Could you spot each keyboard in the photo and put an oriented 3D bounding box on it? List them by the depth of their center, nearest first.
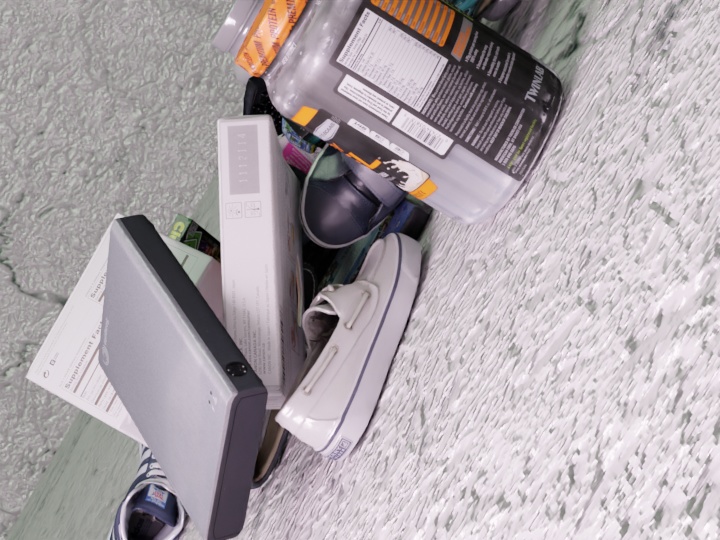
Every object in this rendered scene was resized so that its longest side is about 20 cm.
[{"bbox_3d":[-0.036,-0.184,1.441,0.200,0.039,0.105,-38,-37,-43],"label":"keyboard"}]

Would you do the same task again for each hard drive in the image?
[{"bbox_3d":[-0.131,0.074,1.084,0.200,0.033,0.141,50,140,41],"label":"hard drive"}]

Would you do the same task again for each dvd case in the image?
[{"bbox_3d":[0.000,0.000,1.281,0.144,0.017,0.200,-61,12,4],"label":"dvd case"}]

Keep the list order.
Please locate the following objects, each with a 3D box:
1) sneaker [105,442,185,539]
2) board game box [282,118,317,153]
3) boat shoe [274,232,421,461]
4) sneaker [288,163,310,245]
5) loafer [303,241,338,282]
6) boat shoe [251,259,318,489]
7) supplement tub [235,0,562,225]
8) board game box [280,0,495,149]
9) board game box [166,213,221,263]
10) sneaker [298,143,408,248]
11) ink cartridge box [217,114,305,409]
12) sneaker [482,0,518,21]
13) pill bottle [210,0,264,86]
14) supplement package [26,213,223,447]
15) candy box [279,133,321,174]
[{"bbox_3d":[-0.195,0.201,1.518,0.109,0.069,0.202,135,155,-69],"label":"sneaker"},{"bbox_3d":[-0.016,-0.237,1.305,0.200,0.061,0.201,106,-172,-62],"label":"board game box"},{"bbox_3d":[-0.011,0.042,1.093,0.072,0.065,0.201,-47,18,52],"label":"boat shoe"},{"bbox_3d":[-0.079,-0.039,1.347,0.083,0.070,0.200,-62,9,15],"label":"sneaker"},{"bbox_3d":[-0.076,0.020,1.443,0.202,0.068,0.070,-64,18,-1],"label":"loafer"},{"bbox_3d":[-0.070,0.083,1.249,0.060,0.075,0.202,8,75,43],"label":"boat shoe"},{"bbox_3d":[0.024,-0.128,1.015,0.123,0.199,0.123,-56,11,16],"label":"supplement tub"},{"bbox_3d":[0.030,-0.174,1.217,0.200,0.028,0.135,-41,-6,6],"label":"board game box"},{"bbox_3d":[-0.140,0.033,1.430,0.106,0.023,0.200,-62,-31,-8],"label":"board game box"},{"bbox_3d":[0.027,-0.102,1.202,0.200,0.078,0.079,-50,8,-3],"label":"sneaker"},{"bbox_3d":[-0.073,0.005,1.157,0.176,0.044,0.203,73,-166,-77],"label":"ink cartridge box"},{"bbox_3d":[0.122,-0.324,1.293,0.201,0.114,0.075,-60,11,4],"label":"sneaker"},{"bbox_3d":[-0.055,-0.219,1.613,0.113,0.199,0.113,-57,11,17],"label":"pill bottle"},{"bbox_3d":[-0.156,0.073,1.296,0.157,0.110,0.200,-62,-30,-10],"label":"supplement package"},{"bbox_3d":[-0.035,-0.112,1.492,0.201,0.061,0.136,-54,-12,31],"label":"candy box"}]
